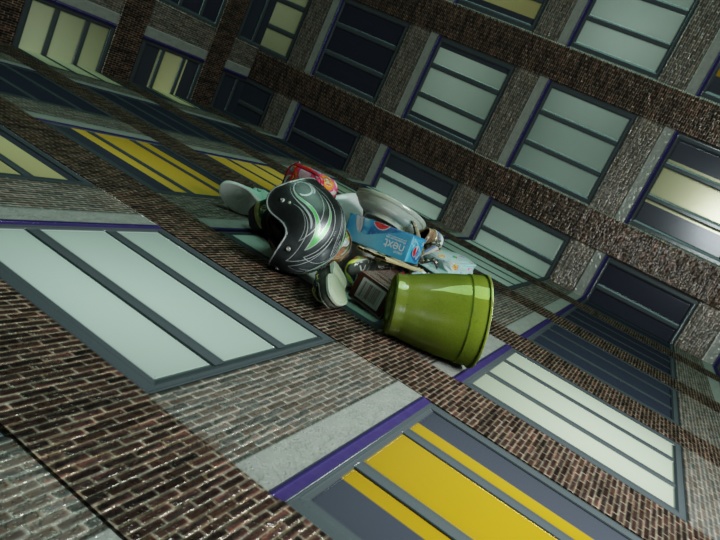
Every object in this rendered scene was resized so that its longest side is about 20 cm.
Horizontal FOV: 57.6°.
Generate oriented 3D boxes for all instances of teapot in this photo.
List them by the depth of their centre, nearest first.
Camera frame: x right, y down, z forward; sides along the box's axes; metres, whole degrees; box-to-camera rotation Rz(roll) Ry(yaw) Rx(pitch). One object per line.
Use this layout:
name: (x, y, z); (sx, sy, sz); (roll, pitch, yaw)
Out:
teapot: (-0.076, -0.134, 1.864); (0.200, 0.146, 0.197); (-13, 3, -17)

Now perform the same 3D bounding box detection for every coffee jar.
coffee jar: (-0.187, -0.153, 1.640); (0.104, 0.200, 0.085); (16, 59, -46)

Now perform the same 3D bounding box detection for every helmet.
helmet: (-0.128, -0.090, 1.457); (0.200, 0.200, 0.191); (-5, 68, -65)

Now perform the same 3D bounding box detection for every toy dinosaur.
toy dinosaur: (0.159, -0.046, 1.676); (0.088, 0.200, 0.048); (6, 49, 0)

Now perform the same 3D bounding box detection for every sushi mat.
sushi mat: (0.077, -0.025, 1.606); (0.096, 0.012, 0.200); (24, 4, 34)

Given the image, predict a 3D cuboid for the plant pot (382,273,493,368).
plant pot: (0.152, 0.086, 1.363); (0.193, 0.201, 0.200); (12, 14, -5)

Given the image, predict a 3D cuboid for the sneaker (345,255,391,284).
sneaker: (0.000, 0.000, 1.616); (0.090, 0.078, 0.200); (23, 5, 23)

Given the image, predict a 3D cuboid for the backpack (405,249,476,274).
backpack: (0.237, 0.024, 1.801); (0.200, 0.154, 0.176); (18, 7, -42)

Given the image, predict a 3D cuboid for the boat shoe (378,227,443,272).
boat shoe: (0.120, -0.059, 1.752); (0.072, 0.200, 0.072); (39, 25, -46)

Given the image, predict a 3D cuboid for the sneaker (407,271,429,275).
sneaker: (0.168, 0.087, 1.482); (0.200, 0.075, 0.087); (48, 35, -19)

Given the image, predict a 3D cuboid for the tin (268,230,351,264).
tin: (-0.122, -0.074, 1.576); (0.200, 0.112, 0.042); (7, -25, -10)

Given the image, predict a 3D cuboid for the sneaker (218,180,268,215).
sneaker: (-0.317, -0.204, 1.825); (0.200, 0.074, 0.118); (28, 16, -35)

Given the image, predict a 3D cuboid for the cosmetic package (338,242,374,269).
cosmetic package: (-0.057, -0.059, 1.726); (0.108, 0.085, 0.200); (38, 17, 30)

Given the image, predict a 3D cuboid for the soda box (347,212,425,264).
soda box: (0.056, -0.080, 1.624); (0.200, 0.068, 0.064); (23, 7, 33)

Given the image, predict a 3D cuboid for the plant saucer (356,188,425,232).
plant saucer: (0.069, -0.140, 1.676); (0.200, 0.050, 0.200); (28, -6, 3)

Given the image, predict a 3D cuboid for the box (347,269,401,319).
box: (0.065, 0.051, 1.537); (0.100, 0.075, 0.200); (36, 17, 22)

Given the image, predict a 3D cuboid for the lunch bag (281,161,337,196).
lunch bag: (-0.164, -0.181, 1.748); (0.176, 0.200, 0.082); (32, 13, 39)

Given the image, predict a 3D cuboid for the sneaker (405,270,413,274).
sneaker: (0.182, 0.057, 1.652); (0.200, 0.090, 0.078); (32, -24, 24)

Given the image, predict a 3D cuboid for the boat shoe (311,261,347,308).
boat shoe: (-0.069, 0.040, 1.386); (0.072, 0.061, 0.201); (59, 9, -13)
